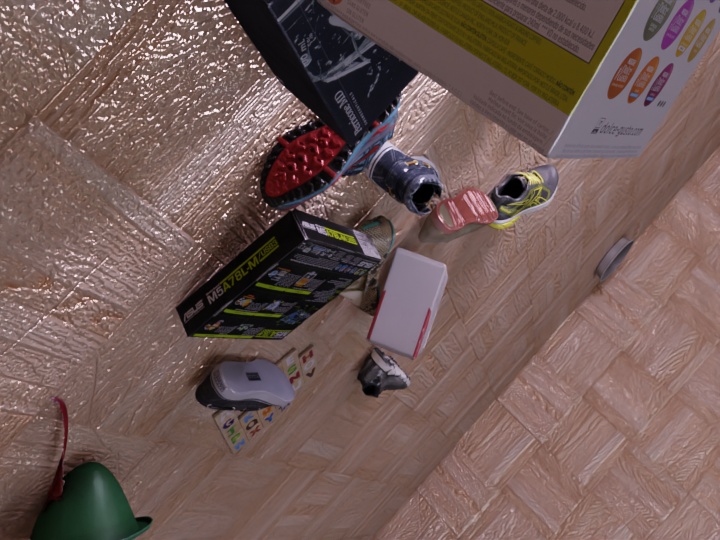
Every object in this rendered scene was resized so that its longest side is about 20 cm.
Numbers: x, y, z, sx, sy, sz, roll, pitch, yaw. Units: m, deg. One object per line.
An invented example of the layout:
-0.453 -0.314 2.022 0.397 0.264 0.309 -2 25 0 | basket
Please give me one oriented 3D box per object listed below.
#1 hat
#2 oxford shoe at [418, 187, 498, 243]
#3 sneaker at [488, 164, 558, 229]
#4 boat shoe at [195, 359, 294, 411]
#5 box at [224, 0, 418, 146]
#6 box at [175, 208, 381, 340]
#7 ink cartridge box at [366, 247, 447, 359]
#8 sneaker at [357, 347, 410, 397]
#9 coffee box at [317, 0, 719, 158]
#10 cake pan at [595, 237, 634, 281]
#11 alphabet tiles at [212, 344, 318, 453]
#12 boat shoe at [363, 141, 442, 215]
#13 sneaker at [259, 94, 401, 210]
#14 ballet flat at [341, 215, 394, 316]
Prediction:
-0.347 0.246 0.813 0.196 0.181 0.164 -17 173 30 | hat
0.168 -0.091 1.145 0.197 0.072 0.074 -14 160 -47 | oxford shoe
0.318 -0.154 1.272 0.198 0.074 0.086 -37 153 -25 | sneaker
-0.166 0.176 0.961 0.066 0.071 0.199 -34 162 13 | boat shoe
-0.006 -0.250 0.540 0.197 0.124 0.200 -46 156 0 | box
-0.091 0.015 0.812 0.191 0.048 0.199 -36 160 20 | box
0.080 0.055 1.064 0.200 0.081 0.150 31 79 -81 | ink cartridge box
0.043 0.224 1.378 0.090 0.067 0.200 -45 152 0 | sneaker
0.130 -0.212 0.434 0.198 0.199 0.201 -13 137 -52 | coffee box
0.987 -0.047 2.586 0.199 0.037 0.202 -38 154 -23 | cake pan
-0.148 0.209 1.103 0.199 0.008 0.169 -39 153 -21 | alphabet tiles
0.080 -0.112 0.918 0.072 0.091 0.199 -54 155 15 | boat shoe
-0.024 -0.125 0.741 0.199 0.079 0.096 -41 157 -15 | sneaker
0.000 0.000 0.990 0.073 0.069 0.203 -13 143 -19 | ballet flat
